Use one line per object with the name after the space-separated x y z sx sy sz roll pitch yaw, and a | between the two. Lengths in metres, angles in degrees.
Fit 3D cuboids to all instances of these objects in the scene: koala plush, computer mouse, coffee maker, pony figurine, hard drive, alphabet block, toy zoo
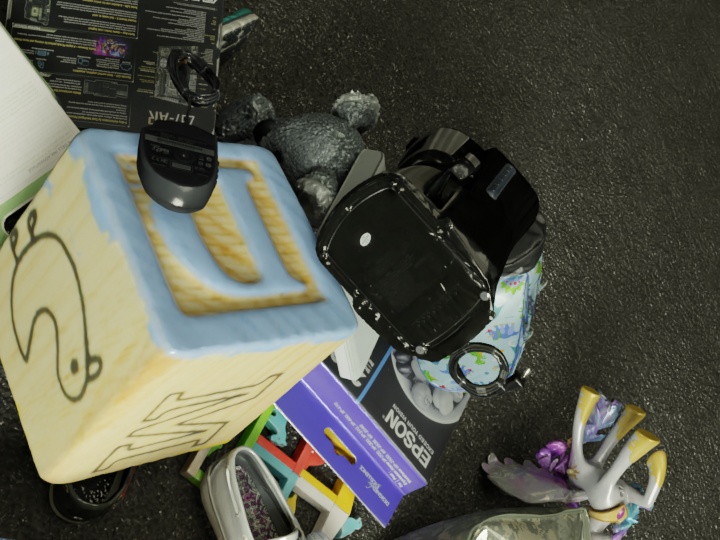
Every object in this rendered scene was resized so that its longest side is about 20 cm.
-0.062 -0.098 0.845 0.183 0.199 0.178 38 55 -21 | koala plush
-0.136 -0.107 0.625 0.058 0.034 0.201 13 39 -17 | computer mouse
0.076 -0.015 0.713 0.200 0.134 0.193 -43 113 -59 | coffee maker
0.262 0.244 0.965 0.165 0.193 0.201 11 106 -27 | pony figurine
0.000 0.000 0.812 0.201 0.026 0.132 81 29 -51 | hard drive
-0.157 0.028 0.666 0.196 0.200 0.196 -1 56 -49 | alphabet block
-0.074 0.208 0.846 0.200 0.020 0.132 42 54 -19 | toy zoo

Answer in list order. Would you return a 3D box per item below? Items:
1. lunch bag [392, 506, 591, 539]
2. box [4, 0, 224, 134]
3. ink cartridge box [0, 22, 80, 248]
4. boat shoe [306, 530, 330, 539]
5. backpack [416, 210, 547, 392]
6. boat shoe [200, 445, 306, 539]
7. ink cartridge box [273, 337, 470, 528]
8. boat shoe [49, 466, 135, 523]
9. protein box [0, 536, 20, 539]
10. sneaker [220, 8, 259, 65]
0.125 0.313 0.868 0.199 0.164 0.119 9 66 -34 | lunch bag
-0.235 -0.203 0.792 0.198 0.044 0.162 4 79 -13 | box
-0.323 -0.110 0.713 0.145 0.048 0.201 -38 101 -11 | ink cartridge box
-0.024 0.355 0.812 0.071 0.072 0.201 -29 97 -15 | boat shoe
0.119 0.038 0.905 0.162 0.201 0.155 1 56 5 | backpack
-0.076 0.251 0.738 0.072 0.069 0.201 -6 60 -39 | boat shoe
0.019 0.139 0.912 0.198 0.043 0.200 50 45 -13 | ink cartridge box
-0.222 0.119 0.736 0.073 0.063 0.203 23 56 -26 | boat shoe
-0.205 0.307 0.587 0.198 0.135 0.200 9 66 -2 | protein box
-0.192 -0.256 0.886 0.199 0.077 0.080 -30 84 -40 | sneaker
